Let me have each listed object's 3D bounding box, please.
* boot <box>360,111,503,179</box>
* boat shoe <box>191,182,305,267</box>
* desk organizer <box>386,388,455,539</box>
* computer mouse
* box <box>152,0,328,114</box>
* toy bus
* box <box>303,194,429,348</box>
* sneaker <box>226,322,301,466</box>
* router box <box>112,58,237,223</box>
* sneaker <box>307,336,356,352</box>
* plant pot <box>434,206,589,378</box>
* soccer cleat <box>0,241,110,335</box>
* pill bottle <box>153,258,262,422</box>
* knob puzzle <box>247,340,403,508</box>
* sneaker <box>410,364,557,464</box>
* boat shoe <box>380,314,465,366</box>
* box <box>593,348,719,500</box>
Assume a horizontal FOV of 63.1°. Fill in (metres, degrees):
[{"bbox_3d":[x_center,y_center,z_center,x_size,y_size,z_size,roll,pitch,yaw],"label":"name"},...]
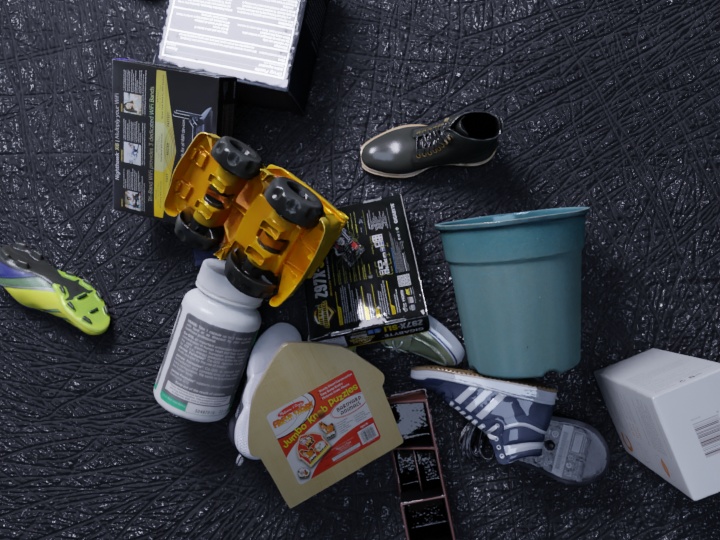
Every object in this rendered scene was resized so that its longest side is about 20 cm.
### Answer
[{"bbox_3d":[0.094,-0.181,0.806,0.196,0.138,0.079,-9,88,5],"label":"boot"},{"bbox_3d":[-0.164,-0.065,0.860,0.197,0.075,0.094,-13,94,11],"label":"boat shoe"},{"bbox_3d":[0.080,0.278,0.824,0.070,0.077,0.204,-12,88,3],"label":"desk organizer"},{"bbox_3d":[0.250,0.230,0.832,0.197,0.053,0.141,20,92,17],"label":"computer mouse"},{"bbox_3d":[-0.163,-0.350,0.835,0.197,0.123,0.202,13,89,6],"label":"box"},{"bbox_3d":[-0.115,-0.077,0.747,0.199,0.192,0.137,38,112,7],"label":"toy bus"},{"bbox_3d":[0.000,0.000,0.810,0.157,0.050,0.203,-13,59,5],"label":"box"},{"bbox_3d":[-0.143,0.178,0.843,0.075,0.114,0.202,22,54,-14],"label":"sneaker"},{"bbox_3d":[-0.251,-0.167,0.786,0.155,0.052,0.203,14,110,12],"label":"router box"},{"bbox_3d":[-0.052,0.158,0.830,0.077,0.090,0.204,8,87,5],"label":"sneaker"},{"bbox_3d":[0.207,0.026,0.775,0.197,0.200,0.200,-7,95,3],"label":"plant pot"},{"bbox_3d":[-0.464,0.039,0.885,0.199,0.065,0.084,35,120,0],"label":"soccer cleat"},{"bbox_3d":[-0.205,0.095,0.817,0.112,0.113,0.203,22,99,4],"label":"pill bottle"},{"bbox_3d":[-0.058,0.179,0.765,0.216,0.030,0.224,-3,99,-17],"label":"knob puzzle"},{"bbox_3d":[0.158,0.194,0.797,0.197,0.070,0.110,9,88,14],"label":"sneaker"},{"bbox_3d":[0.051,0.082,0.826,0.198,0.072,0.062,31,66,17],"label":"boat shoe"},{"bbox_3d":[0.395,0.183,0.745,0.096,0.200,0.126,-22,88,3],"label":"box"}]
